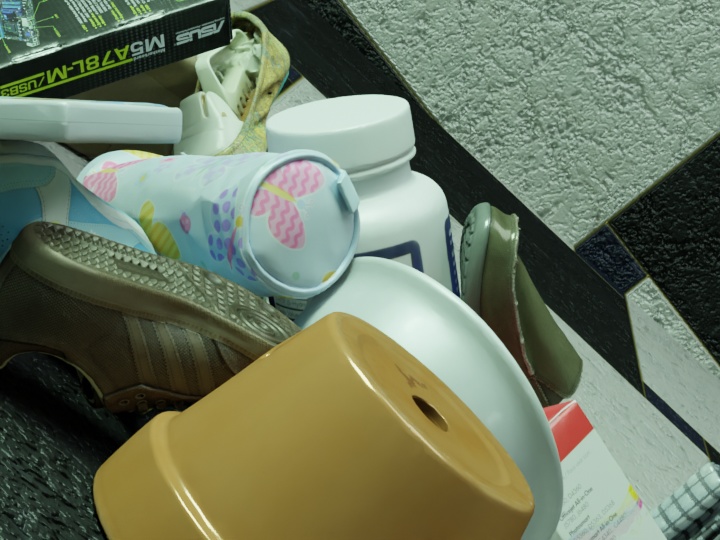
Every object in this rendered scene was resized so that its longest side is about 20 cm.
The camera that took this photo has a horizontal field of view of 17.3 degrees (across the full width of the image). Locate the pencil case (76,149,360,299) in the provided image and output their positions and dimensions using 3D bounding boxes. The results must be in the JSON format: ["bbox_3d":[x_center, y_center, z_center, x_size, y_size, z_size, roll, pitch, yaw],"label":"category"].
[{"bbox_3d":[-0.086,-0.029,1.366,0.199,0.090,0.084,5,-68,54],"label":"pencil case"}]

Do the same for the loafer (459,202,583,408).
[{"bbox_3d":[0.101,0.047,1.453,0.075,0.069,0.201,-88,169,-60],"label":"loafer"}]

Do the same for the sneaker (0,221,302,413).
[{"bbox_3d":[-0.106,0.037,1.197,0.199,0.076,0.071,24,17,-35],"label":"sneaker"}]

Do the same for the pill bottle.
[{"bbox_3d":[0.000,0.000,1.456,0.120,0.119,0.202,-100,-178,-74],"label":"pill bottle"}]

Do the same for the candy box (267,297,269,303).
[{"bbox_3d":[-0.020,0.076,1.600,0.200,0.026,0.102,39,10,-29],"label":"candy box"}]

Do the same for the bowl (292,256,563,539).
[{"bbox_3d":[0.011,0.101,1.321,0.201,0.090,0.202,33,-38,31],"label":"bowl"}]

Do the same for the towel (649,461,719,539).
[{"bbox_3d":[0.246,0.219,1.664,0.086,0.165,0.200,54,14,25],"label":"towel"}]

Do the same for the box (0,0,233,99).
[{"bbox_3d":[-0.209,-0.186,1.524,0.200,0.192,0.048,51,-25,40],"label":"box"}]

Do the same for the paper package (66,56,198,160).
[{"bbox_3d":[-0.208,-0.177,1.688,0.190,0.104,0.200,31,15,-51],"label":"paper package"}]

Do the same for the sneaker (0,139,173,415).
[{"bbox_3d":[-0.143,0.009,1.241,0.131,0.080,0.200,48,11,30],"label":"sneaker"}]

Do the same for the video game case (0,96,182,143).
[{"bbox_3d":[-0.204,-0.080,1.211,0.180,0.022,0.200,4,3,11],"label":"video game case"}]

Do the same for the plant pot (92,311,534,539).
[{"bbox_3d":[-0.011,0.116,1.142,0.200,0.140,0.200,41,11,-10],"label":"plant pot"}]

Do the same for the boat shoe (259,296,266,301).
[{"bbox_3d":[-0.091,0.019,1.448,0.073,0.062,0.200,41,10,-11],"label":"boat shoe"}]

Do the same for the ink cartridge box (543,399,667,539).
[{"bbox_3d":[0.106,0.150,1.393,0.201,0.067,0.116,57,-33,-9],"label":"ink cartridge box"}]

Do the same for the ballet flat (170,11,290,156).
[{"bbox_3d":[-0.094,-0.106,1.593,0.071,0.071,0.201,39,37,-20],"label":"ballet flat"}]
